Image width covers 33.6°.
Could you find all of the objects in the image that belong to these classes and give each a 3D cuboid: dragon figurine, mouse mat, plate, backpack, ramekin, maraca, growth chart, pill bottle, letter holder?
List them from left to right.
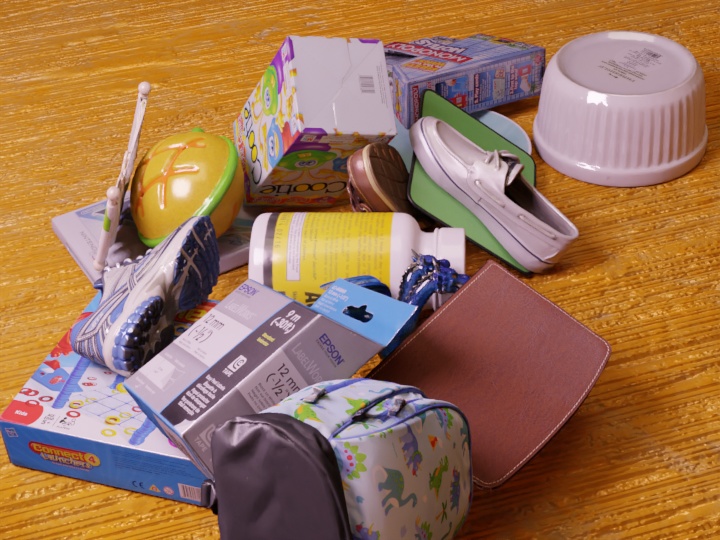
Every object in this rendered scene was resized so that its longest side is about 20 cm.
[{"bbox_3d":[-0.244,-0.096,1.232,0.018,0.145,0.200,14,45,-10],"label":"growth chart"},{"bbox_3d":[-0.186,-0.088,1.239,0.137,0.107,0.200,-46,30,-1],"label":"maraca"},{"bbox_3d":[-0.005,0.149,0.810,0.153,0.164,0.200,-6,6,13],"label":"backpack"},{"bbox_3d":[-0.003,0.036,1.046,0.199,0.100,0.059,-4,10,-10],"label":"dragon figurine"},{"bbox_3d":[0.000,0.000,1.133,0.199,0.112,0.111,-1,37,6],"label":"pill bottle"},{"bbox_3d":[0.096,-0.132,1.372,0.199,0.026,0.200,-2,37,1],"label":"plate"},{"bbox_3d":[0.120,-0.095,1.243,0.161,0.008,0.200,31,41,-18],"label":"mouse mat"},{"bbox_3d":[0.099,0.110,0.987,0.142,0.101,0.200,34,50,19],"label":"letter holder"},{"bbox_3d":[0.298,-0.192,1.366,0.199,0.105,0.200,-3,37,2],"label":"ramekin"}]

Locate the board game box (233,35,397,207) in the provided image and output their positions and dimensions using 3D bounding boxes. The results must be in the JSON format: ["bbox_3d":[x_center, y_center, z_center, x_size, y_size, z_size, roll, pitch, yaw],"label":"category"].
[{"bbox_3d":[-0.053,-0.147,1.230,0.103,0.200,0.105,-2,72,-22],"label":"board game box"}]

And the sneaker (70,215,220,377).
[{"bbox_3d":[-0.195,0.011,1.077,0.085,0.077,0.200,6,37,21],"label":"sneaker"}]

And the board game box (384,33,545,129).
[{"bbox_3d":[0.085,-0.236,1.445,0.200,0.062,0.200,22,36,39],"label":"board game box"}]

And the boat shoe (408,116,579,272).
[{"bbox_3d":[0.135,-0.087,1.190,0.200,0.066,0.072,49,39,5],"label":"boat shoe"}]

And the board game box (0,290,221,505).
[{"bbox_3d":[-0.181,0.103,1.060,0.199,0.056,0.196,8,39,16],"label":"board game box"}]

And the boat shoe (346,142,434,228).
[{"bbox_3d":[0.020,-0.074,1.200,0.067,0.200,0.072,-14,78,15],"label":"boat shoe"}]

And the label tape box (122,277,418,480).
[{"bbox_3d":[-0.072,0.062,0.924,0.200,0.066,0.143,-42,26,-14],"label":"label tape box"}]

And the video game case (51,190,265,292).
[{"bbox_3d":[-0.207,-0.041,1.282,0.199,0.022,0.182,-23,41,-23],"label":"video game case"}]
